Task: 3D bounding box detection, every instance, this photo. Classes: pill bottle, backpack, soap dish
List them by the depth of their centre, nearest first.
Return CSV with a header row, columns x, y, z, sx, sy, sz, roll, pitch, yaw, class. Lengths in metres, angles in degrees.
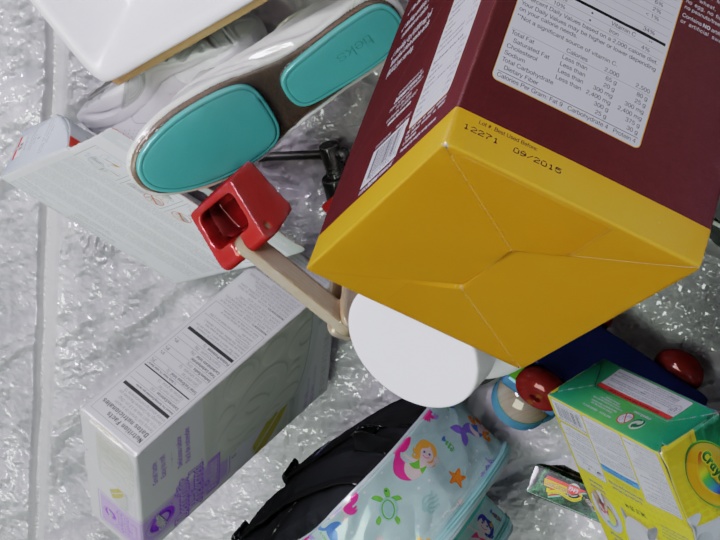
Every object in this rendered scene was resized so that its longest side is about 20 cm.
x,y,z,sx,sy,sz,roll,pitch,yaw,class
0.081,-0.008,1.045,0.113,0.200,0.113,21,133,25,pill bottle
-0.133,-0.217,1.084,0.200,0.081,0.157,-21,114,45,soap dish
0.019,0.177,1.251,0.151,0.178,0.200,43,139,1,backpack

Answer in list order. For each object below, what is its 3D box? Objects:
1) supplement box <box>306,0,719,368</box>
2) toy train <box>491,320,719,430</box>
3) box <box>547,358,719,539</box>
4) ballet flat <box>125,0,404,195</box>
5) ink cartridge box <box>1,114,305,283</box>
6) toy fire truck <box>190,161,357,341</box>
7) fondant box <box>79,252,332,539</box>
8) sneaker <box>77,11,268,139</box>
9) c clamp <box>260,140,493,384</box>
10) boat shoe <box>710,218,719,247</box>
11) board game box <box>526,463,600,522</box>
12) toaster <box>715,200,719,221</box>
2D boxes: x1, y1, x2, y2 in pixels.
x,y,z,sx,sy,sz,roll,pitch,yaw,class
0.092,-0.086,0.889,0.133,0.200,0.197,25,157,-11,supplement box
0.182,0.107,1.155,0.200,0.085,0.116,34,152,2,toy train
0.185,0.156,0.994,0.117,0.048,0.200,27,143,61,box
-0.063,-0.116,1.105,0.069,0.200,0.069,56,177,5,ballet flat
-0.142,-0.058,1.217,0.162,0.050,0.200,32,156,-24,ink cartridge box
0.000,0.000,1.131,0.200,0.141,0.049,49,132,-4,toy fire truck
-0.105,0.091,1.246,0.058,0.200,0.144,38,149,21,fondant box
-0.110,-0.117,1.216,0.099,0.078,0.200,50,146,-14,sneaker
0.021,-0.005,1.229,0.171,0.027,0.200,-4,117,34,c clamp
0.224,-0.038,1.005,0.199,0.074,0.068,31,131,15,boat shoe
0.208,0.170,1.120,0.200,0.105,0.023,22,92,16,board game box
0.294,-0.038,0.881,0.181,0.200,0.119,51,135,6,toaster
